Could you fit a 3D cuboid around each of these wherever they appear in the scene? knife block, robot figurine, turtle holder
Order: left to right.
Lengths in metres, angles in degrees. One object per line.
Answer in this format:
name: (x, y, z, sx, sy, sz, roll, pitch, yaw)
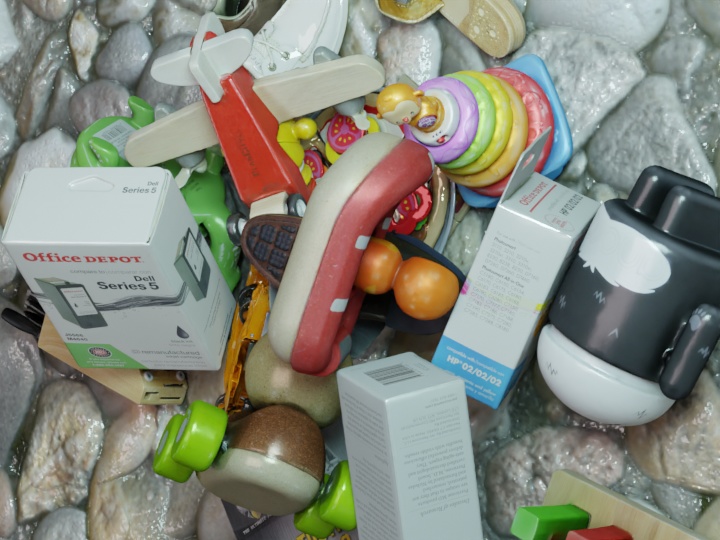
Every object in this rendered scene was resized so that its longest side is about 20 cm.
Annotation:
knife block: (-0.273, 0.067, 1.904, 0.175, 0.064, 0.201, -30, 70, 33)
turtle holder: (-0.193, -0.061, 1.822, 0.141, 0.184, 0.132, -91, 26, -52)
robot figurine: (-0.093, 0.089, 1.734, 0.145, 0.058, 0.201, -99, 21, -67)
robot figurine: (0.219, 0.024, 1.495, 0.124, 0.150, 0.201, 26, 104, 8)

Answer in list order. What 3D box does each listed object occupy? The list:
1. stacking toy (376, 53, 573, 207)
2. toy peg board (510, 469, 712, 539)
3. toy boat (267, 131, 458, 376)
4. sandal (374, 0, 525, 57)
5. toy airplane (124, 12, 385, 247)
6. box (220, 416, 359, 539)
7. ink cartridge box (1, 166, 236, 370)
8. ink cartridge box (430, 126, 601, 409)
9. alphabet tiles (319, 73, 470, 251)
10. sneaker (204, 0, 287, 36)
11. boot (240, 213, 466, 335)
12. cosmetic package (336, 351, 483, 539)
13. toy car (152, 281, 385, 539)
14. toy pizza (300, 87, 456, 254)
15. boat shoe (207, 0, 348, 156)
stacking toy: (0.076, -0.122, 1.561, 0.116, 0.200, 0.110, -27, 71, 29)
toy peg board: (0.185, 0.288, 1.519, 0.198, 0.098, 0.201, 25, 102, 36)
toy boat: (0.016, -0.004, 1.510, 0.130, 0.131, 0.201, 21, 105, 7)
sandal: (0.045, -0.244, 1.660, 0.212, 0.069, 0.078, 40, 144, 30)
toy airplane: (-0.094, -0.136, 1.687, 0.199, 0.141, 0.200, 26, 120, 6)
box: (-0.018, 0.226, 1.708, 0.200, 0.048, 0.159, -36, 67, 30)
ink cartridge box: (-0.212, 0.001, 1.721, 0.144, 0.200, 0.084, 0, 54, 18)
ink cartridge box: (0.131, -0.004, 1.543, 0.068, 0.115, 0.201, 26, 112, 10)
alphabet tiles: (0.018, -0.067, 1.724, 0.166, 0.006, 0.201, 46, 113, 31)
sneaker: (-0.089, -0.309, 1.778, 0.070, 0.075, 0.201, 19, 99, 37)
boot: (0.000, 0.000, 1.633, 0.199, 0.097, 0.075, 22, 104, 15)
cosmetic package: (0.042, 0.176, 1.515, 0.101, 0.071, 0.201, -154, 54, -64)
toy car: (-0.059, 0.102, 1.627, 0.158, 0.163, 0.201, 145, 147, -69)
toy pizza: (-0.002, -0.065, 1.715, 0.199, 0.032, 0.202, -3, 86, 37)
boat shoe: (-0.081, -0.186, 1.768, 0.071, 0.069, 0.201, 42, 111, 35)
